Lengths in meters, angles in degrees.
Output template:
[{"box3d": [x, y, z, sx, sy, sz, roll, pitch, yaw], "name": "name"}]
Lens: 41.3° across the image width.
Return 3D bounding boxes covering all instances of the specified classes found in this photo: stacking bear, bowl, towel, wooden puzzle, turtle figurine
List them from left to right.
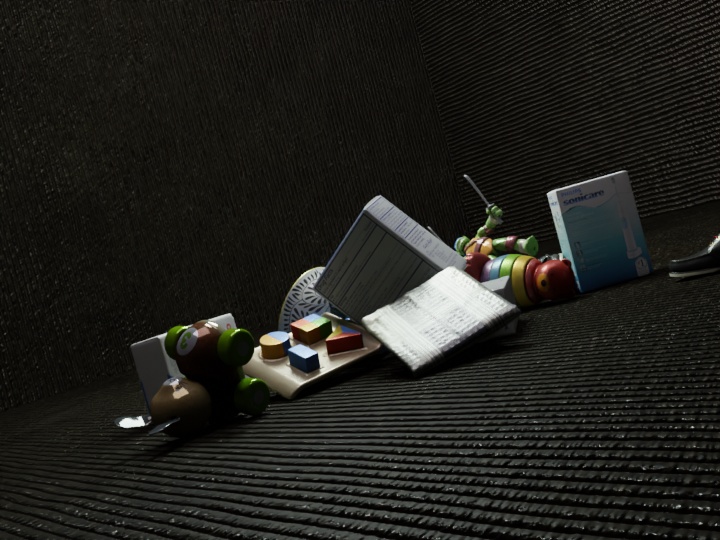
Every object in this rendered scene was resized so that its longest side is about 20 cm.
[{"box3d": [-0.088, 0.128, 1.598, 0.199, 0.047, 0.184, -28, 28, -30], "name": "wooden puzzle"}, {"box3d": [-0.064, 0.102, 1.883, 0.093, 0.204, 0.200, 17, 22, 35], "name": "bowl"}, {"box3d": [0.118, 0.076, 1.452, 0.191, 0.035, 0.200, -30, 29, -12], "name": "towel"}, {"box3d": [0.252, -0.061, 1.960, 0.192, 0.203, 0.143, 19, 40, 40], "name": "turtle figurine"}, {"box3d": [0.310, 0.021, 1.811, 0.198, 0.124, 0.113, -3, -1, 38], "name": "stacking bear"}]

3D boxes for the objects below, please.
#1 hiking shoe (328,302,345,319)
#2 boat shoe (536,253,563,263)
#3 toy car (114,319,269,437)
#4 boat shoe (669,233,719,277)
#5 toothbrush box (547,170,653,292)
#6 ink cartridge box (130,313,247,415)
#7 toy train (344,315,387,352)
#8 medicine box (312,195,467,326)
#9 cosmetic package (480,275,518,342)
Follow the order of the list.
[{"box3d": [0.000, 0.000, 1.806, 0.075, 0.102, 0.201, 9, 45, 28], "name": "hiking shoe"}, {"box3d": [0.367, 0.006, 1.910, 0.065, 0.076, 0.199, 2, -3, 3], "name": "boat shoe"}, {"box3d": [-0.266, 0.181, 1.421, 0.163, 0.160, 0.199, 0, 23, 42], "name": "toy car"}, {"box3d": [0.601, -0.035, 1.560, 0.199, 0.064, 0.074, -17, 3, 24], "name": "boat shoe"}, {"box3d": [0.457, -0.074, 1.827, 0.144, 0.203, 0.085, -16, 2, 0], "name": "toothbrush box"}, {"box3d": [-0.309, 0.177, 1.768, 0.084, 0.148, 0.199, -17, 0, 35], "name": "ink cartridge box"}, {"box3d": [-0.041, 0.136, 1.756, 0.198, 0.088, 0.114, -18, -9, 25], "name": "toy train"}, {"box3d": [0.050, 0.008, 1.652, 0.183, 0.199, 0.103, -55, -5, 25], "name": "medicine box"}, {"box3d": [0.203, 0.067, 1.603, 0.111, 0.082, 0.200, -14, 1, 11], "name": "cosmetic package"}]
